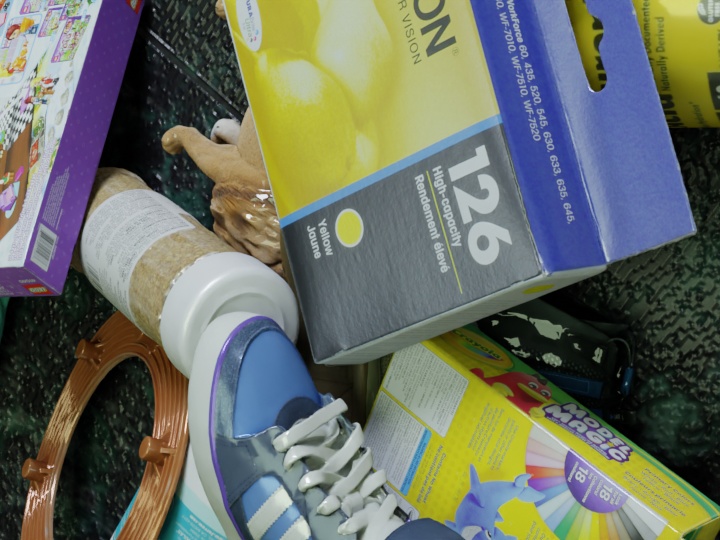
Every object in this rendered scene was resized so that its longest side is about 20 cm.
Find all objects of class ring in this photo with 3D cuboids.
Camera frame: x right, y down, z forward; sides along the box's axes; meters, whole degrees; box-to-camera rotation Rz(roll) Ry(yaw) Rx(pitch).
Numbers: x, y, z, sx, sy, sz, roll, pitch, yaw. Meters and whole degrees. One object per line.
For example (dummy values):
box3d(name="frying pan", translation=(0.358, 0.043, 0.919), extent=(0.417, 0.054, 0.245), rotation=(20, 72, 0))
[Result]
box3d(name="ring", translation=(-0.154, 0.110, 0.864), extent=(0.200, 0.019, 0.203), rotation=(-38, 42, 43))

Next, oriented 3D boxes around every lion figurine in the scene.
box3d(name="lion figurine", translation=(-0.036, -0.085, 0.819), extent=(0.122, 0.072, 0.202), rotation=(38, 118, 34))

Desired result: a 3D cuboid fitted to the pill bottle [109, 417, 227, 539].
box3d(name="pill bottle", translation=(-0.094, 0.177, 0.856), extent=(0.110, 0.110, 0.201), rotation=(37, 111, 19))

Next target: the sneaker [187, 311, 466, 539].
box3d(name="sneaker", translation=(0.007, 0.113, 0.688), extent=(0.145, 0.080, 0.203), rotation=(-5, 100, 39))

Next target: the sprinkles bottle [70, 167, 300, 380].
box3d(name="sprinkles bottle", translation=(-0.106, 0.000, 0.815), extent=(0.200, 0.068, 0.069), rotation=(33, 112, 54))

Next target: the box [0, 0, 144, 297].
box3d(name="box", translation=(-0.210, -0.082, 0.875), extent=(0.135, 0.039, 0.202), rotation=(-2, 63, 29))

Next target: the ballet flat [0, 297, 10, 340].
box3d(name="ballet flat", translation=(-0.243, -0.016, 0.934), extent=(0.067, 0.070, 0.202), rotation=(26, 105, 30))

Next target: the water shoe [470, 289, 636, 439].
box3d(name="water shoe", translation=(0.110, 0.062, 0.764), extent=(0.079, 0.071, 0.201), rotation=(-37, 80, 20))

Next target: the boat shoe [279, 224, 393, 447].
box3d(name="boat shoe", translation=(0.000, 0.000, 0.786), extent=(0.072, 0.065, 0.203), rotation=(14, 102, 32))

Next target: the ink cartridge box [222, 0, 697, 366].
box3d(name="ink cartridge box", translation=(0.034, -0.078, 0.682), extent=(0.199, 0.047, 0.200), rotation=(-24, 75, 41))

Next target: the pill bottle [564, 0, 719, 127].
box3d(name="pill bottle", translation=(0.115, -0.125, 0.721), extent=(0.198, 0.111, 0.113), rotation=(3, 96, 27))

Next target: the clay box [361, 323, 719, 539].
box3d(name="clay box", translation=(0.084, 0.122, 0.711), extent=(0.199, 0.047, 0.116), rotation=(37, 118, 30))
